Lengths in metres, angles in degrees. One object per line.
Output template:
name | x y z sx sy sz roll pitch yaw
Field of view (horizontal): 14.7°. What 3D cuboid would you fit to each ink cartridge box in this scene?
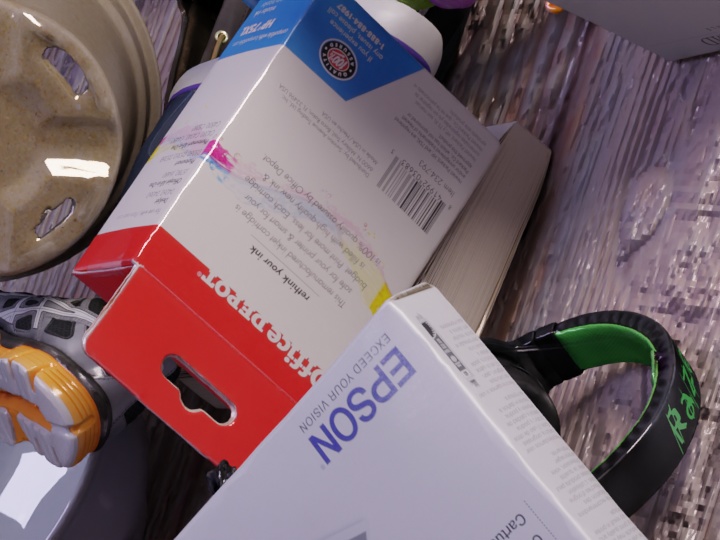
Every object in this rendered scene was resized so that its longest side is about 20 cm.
ink cartridge box | 0.025 0.143 1.077 0.200 0.041 0.200 49 122 13
ink cartridge box | -0.041 -0.012 1.214 0.201 0.116 0.067 -56 23 -20

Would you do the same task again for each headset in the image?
headset | 0.039 0.074 1.135 0.199 0.094 0.124 -28 28 22

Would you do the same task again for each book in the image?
book | 0.000 0.000 1.335 0.200 0.048 0.134 -9 48 58

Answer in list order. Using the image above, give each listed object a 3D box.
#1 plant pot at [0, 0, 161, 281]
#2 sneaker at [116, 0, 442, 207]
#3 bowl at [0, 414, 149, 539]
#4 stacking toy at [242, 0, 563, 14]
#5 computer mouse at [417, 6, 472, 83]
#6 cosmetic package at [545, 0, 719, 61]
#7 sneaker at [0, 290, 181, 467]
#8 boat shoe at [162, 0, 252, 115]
plant pot | -0.193 -0.076 1.420 0.201 0.199 0.184 -64 13 6
sneaker | -0.047 -0.041 1.346 0.199 0.080 0.147 -18 46 49
bowl | -0.178 0.127 1.494 0.200 0.090 0.202 -28 43 30
stacking toy | 0.032 -0.160 1.320 0.199 0.110 0.117 21 79 29
computer mouse | 0.024 -0.174 1.425 0.201 0.046 0.140 -63 30 8
cosmetic package | 0.093 -0.163 1.138 0.113 0.199 0.082 -10 60 60
sneaker | -0.154 0.045 1.412 0.077 0.079 0.200 -29 25 -19
boat shoe | -0.072 -0.155 1.563 0.072 0.060 0.202 -36 41 45
